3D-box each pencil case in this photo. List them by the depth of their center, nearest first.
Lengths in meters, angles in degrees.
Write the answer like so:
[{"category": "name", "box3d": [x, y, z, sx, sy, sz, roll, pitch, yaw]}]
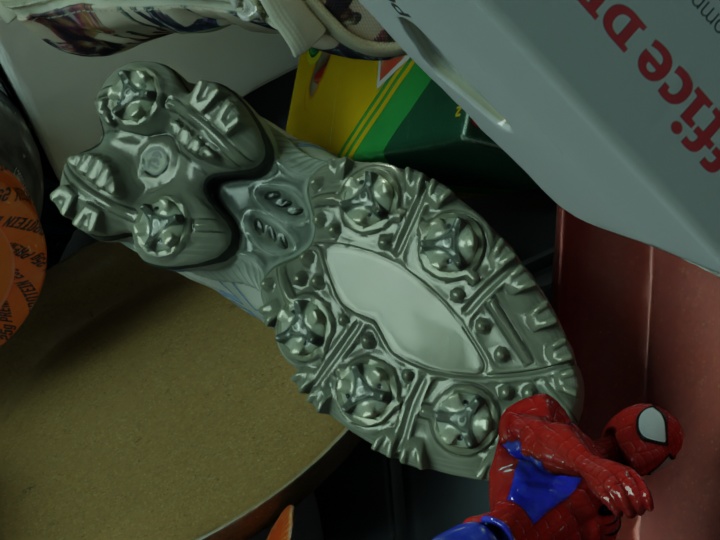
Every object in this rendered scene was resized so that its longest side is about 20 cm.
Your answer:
[{"category": "pencil case", "box3d": [-0.045, -0.103, 0.685, 0.200, 0.089, 0.078, 8, 125, 56]}]

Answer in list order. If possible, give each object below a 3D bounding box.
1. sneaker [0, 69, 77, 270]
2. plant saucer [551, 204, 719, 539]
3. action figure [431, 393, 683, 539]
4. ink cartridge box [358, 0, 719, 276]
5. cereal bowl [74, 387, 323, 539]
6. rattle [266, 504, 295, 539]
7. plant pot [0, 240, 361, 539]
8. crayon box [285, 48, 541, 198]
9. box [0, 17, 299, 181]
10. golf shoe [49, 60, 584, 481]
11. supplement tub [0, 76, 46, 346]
[{"category": "sneaker", "box3d": [-0.145, -0.009, 0.928, 0.146, 0.077, 0.203, -34, 41, 40]}, {"category": "plant saucer", "box3d": [0.135, 0.011, 0.635, 0.200, 0.037, 0.201, -9, 73, 50]}, {"category": "action figure", "box3d": [0.044, 0.086, 0.571, 0.099, 0.200, 0.066, 1, 116, 39]}, {"category": "ink cartridge box", "box3d": [0.097, -0.118, 0.569, 0.200, 0.145, 0.083, -50, 29, -5]}, {"category": "cereal bowl", "box3d": [-0.104, 0.130, 0.856, 0.200, 0.083, 0.201, -19, 65, 46]}, {"category": "rattle", "box3d": [-0.020, 0.178, 0.651, 0.130, 0.143, 0.201, -21, 88, 40]}, {"category": "plant pot", "box3d": [-0.069, 0.044, 0.803, 0.199, 0.028, 0.200, -17, 34, 12]}, {"category": "crayon box", "box3d": [0.041, -0.127, 0.730, 0.172, 0.058, 0.201, 178, 104, -69]}, {"category": "box", "box3d": [-0.107, -0.150, 0.884, 0.124, 0.098, 0.200, -27, 48, -7]}, {"category": "golf shoe", "box3d": [0.000, 0.000, 0.724, 0.200, 0.097, 0.078, 36, 96, 28]}, {"category": "supplement tub", "box3d": [-0.194, -0.053, 0.857, 0.123, 0.122, 0.200, -57, 41, 22]}]
